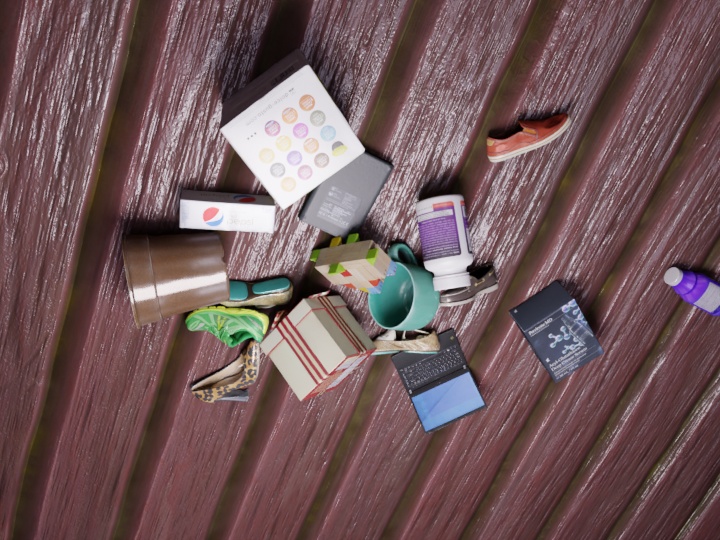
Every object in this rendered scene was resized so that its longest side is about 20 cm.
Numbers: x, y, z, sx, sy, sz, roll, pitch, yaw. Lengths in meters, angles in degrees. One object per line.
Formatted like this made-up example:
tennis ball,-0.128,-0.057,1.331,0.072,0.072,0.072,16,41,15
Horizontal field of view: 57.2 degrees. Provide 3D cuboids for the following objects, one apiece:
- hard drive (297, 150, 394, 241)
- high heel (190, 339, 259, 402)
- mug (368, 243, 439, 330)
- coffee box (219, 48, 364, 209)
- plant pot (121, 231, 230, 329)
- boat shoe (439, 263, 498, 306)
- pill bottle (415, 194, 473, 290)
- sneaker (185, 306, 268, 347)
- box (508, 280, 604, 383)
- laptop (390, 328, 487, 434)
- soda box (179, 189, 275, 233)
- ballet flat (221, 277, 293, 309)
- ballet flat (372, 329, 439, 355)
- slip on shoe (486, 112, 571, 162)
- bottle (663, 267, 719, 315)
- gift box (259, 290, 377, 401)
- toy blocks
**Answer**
hard drive,-0.032,-0.175,1.456,0.139,0.033,0.201,23,109,-20
high heel,-0.320,0.239,1.569,0.141,0.072,0.201,7,122,-21
mug,0.114,0.047,1.525,0.114,0.152,0.186,9,107,-42
coffee box,-0.136,-0.280,1.292,0.199,0.200,0.198,-34,118,6
plant pot,-0.383,0.007,1.390,0.197,0.200,0.202,-9,117,-15
boat shoe,0.253,0.035,1.558,0.199,0.072,0.060,-19,106,-39
pill bottle,0.189,-0.060,1.469,0.110,0.111,0.202,-8,87,-8
sneaker,-0.307,0.128,1.487,0.198,0.084,0.074,0,160,14
box,0.498,0.156,1.680,0.148,0.107,0.200,-34,116,6
laptop,0.200,0.283,1.681,0.176,0.103,0.201,-24,117,0
soda box,-0.282,-0.126,1.409,0.198,0.068,0.064,3,114,-13
ballet flat,-0.253,0.060,1.509,0.198,0.071,0.071,-5,116,-9
ballet flat,0.098,0.175,1.640,0.198,0.070,0.066,-1,87,-11
slip on shoe,0.370,-0.305,1.459,0.199,0.074,0.062,-22,114,5
bottle,0.882,0.050,1.730,0.199,0.065,0.084,23,108,-20
gift box,-0.087,0.152,1.495,0.200,0.184,0.187,-45,72,16
toy blocks,0.000,0.000,1.476,0.199,0.101,0.137,-8,142,40
